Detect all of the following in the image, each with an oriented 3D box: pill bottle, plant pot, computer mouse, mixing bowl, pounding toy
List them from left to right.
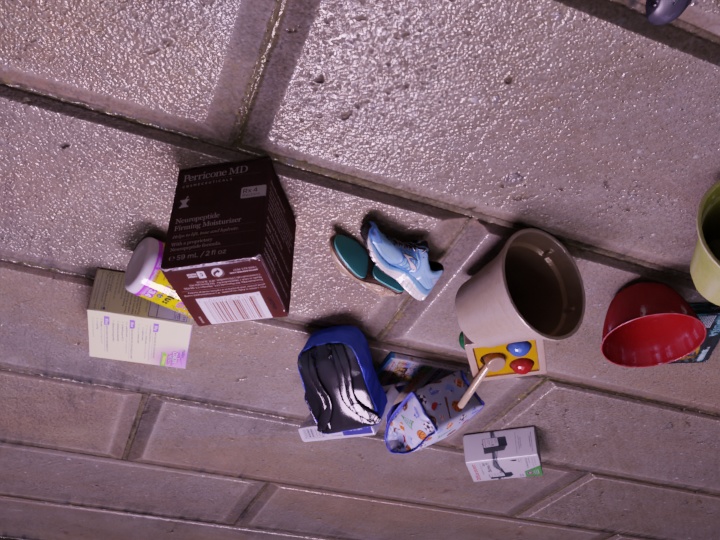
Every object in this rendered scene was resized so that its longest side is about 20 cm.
[{"bbox_3d":[-0.325,0.024,1.398,0.198,0.106,0.104,27,136,-32],"label":"pill bottle"},{"bbox_3d":[0.278,0.167,1.557,0.195,0.145,0.185,-9,143,12],"label":"pounding toy"},{"bbox_3d":[0.275,0.051,1.384,0.197,0.205,0.183,20,152,-25],"label":"plant pot"},{"bbox_3d":[0.563,0.094,1.487,0.195,0.110,0.202,1,144,0],"label":"mixing bowl"},{"bbox_3d":[0.398,-0.380,0.912,0.057,0.035,0.202,3,143,-2],"label":"computer mouse"},{"bbox_3d":[0.643,-0.031,1.272,0.195,0.205,0.185,-5,155,7],"label":"plant pot"}]

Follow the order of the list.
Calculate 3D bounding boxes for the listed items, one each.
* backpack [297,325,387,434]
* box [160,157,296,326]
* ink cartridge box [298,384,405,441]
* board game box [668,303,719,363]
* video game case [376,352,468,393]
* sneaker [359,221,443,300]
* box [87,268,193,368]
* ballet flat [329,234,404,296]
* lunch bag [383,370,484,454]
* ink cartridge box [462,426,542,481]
[{"bbox_3d":[-0.045,0.218,1.614,0.159,0.168,0.204,-16,109,15],"label":"backpack"},{"bbox_3d":[-0.205,-0.043,1.225,0.162,0.204,0.166,-7,143,10],"label":"box"},{"bbox_3d":[-0.017,0.309,1.726,0.196,0.200,0.041,-13,107,29],"label":"ink cartridge box"},{"bbox_3d":[0.698,0.137,1.613,0.132,0.029,0.202,-2,143,2],"label":"board game box"},{"bbox_3d":[0.134,0.249,1.775,0.196,0.018,0.144,13,142,-17],"label":"video game case"},{"bbox_3d":[0.076,-0.034,1.365,0.090,0.079,0.199,-43,127,13],"label":"sneaker"},{"bbox_3d":[-0.432,0.099,1.506,0.195,0.098,0.177,10,143,-11],"label":"box"},{"bbox_3d":[0.000,0.000,1.400,0.065,0.072,0.199,-19,138,42],"label":"ballet flat"},{"bbox_3d":[0.155,0.334,1.729,0.167,0.125,0.201,-15,151,-35],"label":"lunch bag"},{"bbox_3d":[0.386,0.501,2.057,0.195,0.085,0.148,-10,142,15],"label":"ink cartridge box"}]
